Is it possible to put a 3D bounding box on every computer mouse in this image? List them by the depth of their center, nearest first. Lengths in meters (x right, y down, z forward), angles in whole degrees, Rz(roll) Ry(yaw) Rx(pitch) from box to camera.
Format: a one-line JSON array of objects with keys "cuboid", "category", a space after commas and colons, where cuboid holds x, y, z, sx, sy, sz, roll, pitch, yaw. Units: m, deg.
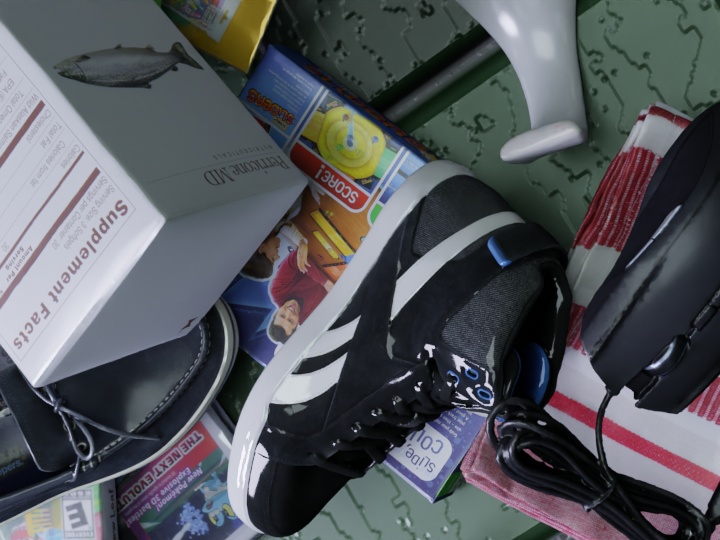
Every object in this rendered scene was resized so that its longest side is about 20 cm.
[{"cuboid": [0.159, 0.035, 0.916, 0.140, 0.046, 0.201, 37, 86, -25], "category": "computer mouse"}]

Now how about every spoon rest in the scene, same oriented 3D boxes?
[{"cuboid": [0.071, -0.144, 0.997, 0.099, 0.061, 0.202, -18, 72, 19], "category": "spoon rest"}]

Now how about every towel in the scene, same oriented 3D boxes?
[{"cuboid": [0.151, 0.041, 0.962, 0.143, 0.023, 0.201, 26, 100, 0], "category": "towel"}]

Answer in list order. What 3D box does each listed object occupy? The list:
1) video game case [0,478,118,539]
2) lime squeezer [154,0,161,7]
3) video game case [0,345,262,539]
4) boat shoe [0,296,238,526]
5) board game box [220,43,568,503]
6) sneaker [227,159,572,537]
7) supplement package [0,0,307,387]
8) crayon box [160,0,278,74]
[{"cuboid": [-0.216, 0.190, 1.098, 0.198, 0.022, 0.184, -4, 90, 20], "category": "video game case"}, {"cuboid": [-0.130, -0.159, 1.027, 0.201, 0.038, 0.071, 56, 139, 10], "category": "lime squeezer"}, {"cuboid": [-0.160, 0.113, 1.100, 0.200, 0.023, 0.183, -41, 77, 16], "category": "video game case"}, {"cuboid": [-0.149, 0.073, 1.032, 0.199, 0.062, 0.075, -30, 74, 9], "category": "boat shoe"}, {"cuboid": [0.000, 0.000, 1.029, 0.200, 0.034, 0.136, 38, 104, 16], "category": "board game box"}, {"cuboid": [0.022, 0.059, 0.949, 0.112, 0.073, 0.201, 39, 104, 37], "category": "sneaker"}, {"cuboid": [-0.145, -0.066, 0.960, 0.200, 0.117, 0.117, 49, 120, 14], "category": "supplement package"}, {"cuboid": [-0.107, -0.195, 1.057, 0.199, 0.052, 0.127, 28, 101, 19], "category": "crayon box"}]
